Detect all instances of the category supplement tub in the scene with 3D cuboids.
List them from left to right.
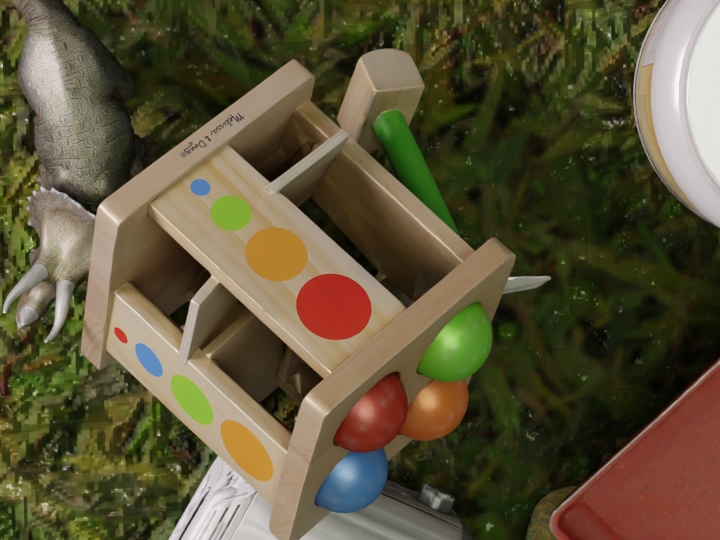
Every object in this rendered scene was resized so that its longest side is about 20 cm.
[{"bbox_3d":[0.201,-0.080,1.231,0.144,0.200,0.145,0,94,2],"label":"supplement tub"}]

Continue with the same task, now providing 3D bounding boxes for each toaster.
[{"bbox_3d":[-0.041,0.174,1.290,0.129,0.114,0.201,29,93,-4],"label":"toaster"}]

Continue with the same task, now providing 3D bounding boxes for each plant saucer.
[{"bbox_3d":[0.219,0.107,1.315,0.200,0.037,0.200,-43,115,9],"label":"plant saucer"}]

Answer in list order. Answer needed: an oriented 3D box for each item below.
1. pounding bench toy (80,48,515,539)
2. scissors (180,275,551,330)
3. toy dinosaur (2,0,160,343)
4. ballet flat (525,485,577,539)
[{"bbox_3d":[0.000,0.000,1.232,0.156,0.124,0.200,41,60,16],"label":"pounding bench toy"},{"bbox_3d":[-0.010,0.010,1.321,0.199,0.014,0.073,-21,96,-1],"label":"scissors"},{"bbox_3d":[-0.131,-0.074,1.256,0.077,0.102,0.201,-3,98,-6],"label":"toy dinosaur"},{"bbox_3d":[0.126,0.207,1.332,0.070,0.071,0.201,-11,97,-4],"label":"ballet flat"}]
